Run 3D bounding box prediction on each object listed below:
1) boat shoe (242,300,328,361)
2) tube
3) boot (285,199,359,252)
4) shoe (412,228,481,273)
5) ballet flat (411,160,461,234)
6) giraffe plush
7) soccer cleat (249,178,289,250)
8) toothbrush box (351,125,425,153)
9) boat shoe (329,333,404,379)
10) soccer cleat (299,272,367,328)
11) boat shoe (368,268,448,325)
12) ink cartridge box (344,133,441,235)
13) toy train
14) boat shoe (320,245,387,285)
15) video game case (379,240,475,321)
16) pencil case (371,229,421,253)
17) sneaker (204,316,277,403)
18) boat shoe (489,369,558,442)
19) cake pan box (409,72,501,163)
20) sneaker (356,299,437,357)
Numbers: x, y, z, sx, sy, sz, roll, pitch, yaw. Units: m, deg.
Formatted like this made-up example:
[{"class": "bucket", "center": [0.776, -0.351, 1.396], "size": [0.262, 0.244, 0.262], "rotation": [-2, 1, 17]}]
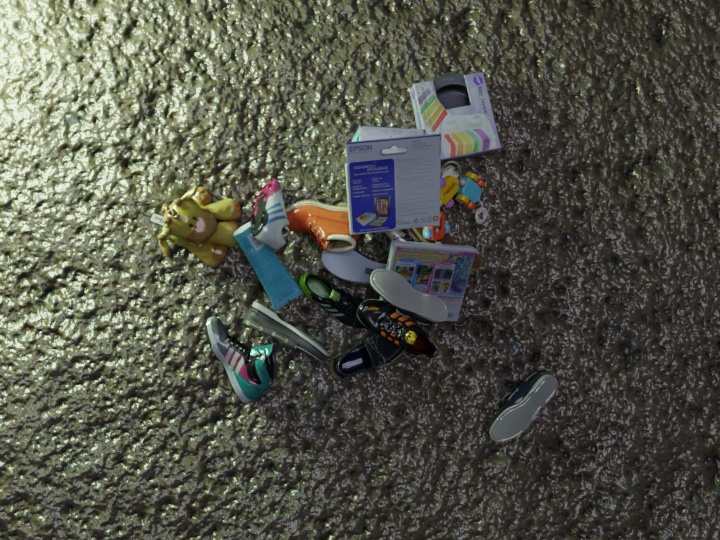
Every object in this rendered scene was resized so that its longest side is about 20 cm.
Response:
[{"class": "boat shoe", "center": [-0.164, 0.145, 1.478], "size": [0.200, 0.072, 0.061], "rotation": [33, 84, 3]}, {"class": "tube", "center": [-0.206, -0.010, 1.483], "size": [0.077, 0.050, 0.201], "rotation": [-32, 109, -6]}, {"class": "boot", "center": [-0.091, -0.093, 1.475], "size": [0.197, 0.075, 0.108], "rotation": [2, 56, 16]}, {"class": "shoe", "center": [0.188, -0.055, 1.549], "size": [0.199, 0.053, 0.070], "rotation": [37, 61, -11]}, {"class": "ballet flat", "center": [0.167, -0.173, 1.565], "size": [0.067, 0.064, 0.201], "rotation": [35, 80, -6]}, {"class": "giraffe plush", "center": [-0.355, -0.105, 1.425], "size": [0.197, 0.162, 0.175], "rotation": [4, 83, -9]}, {"class": "soccer cleat", "center": [-0.192, -0.120, 1.471], "size": [0.070, 0.201, 0.086], "rotation": [-36, 121, 28]}, {"class": "toothbrush box", "center": [0.052, -0.247, 1.487], "size": [0.144, 0.200, 0.087], "rotation": [2, 86, -9]}, {"class": "boat shoe", "center": [0.026, 0.186, 1.505], "size": [0.198, 0.062, 0.075], "rotation": [-23, 87, -13]}, {"class": "soccer cleat", "center": [-0.049, 0.069, 1.496], "size": [0.199, 0.081, 0.068], "rotation": [31, 80, -5]}, {"class": "boat shoe", "center": [0.096, 0.061, 1.456], "size": [0.198, 0.060, 0.075], "rotation": [24, 60, -21]}, {"class": "ink cartridge box", "center": [0.067, -0.179, 1.381], "size": [0.195, 0.047, 0.202], "rotation": [-6, 116, -6]}, {"class": "toy train", "center": [0.203, -0.144, 1.523], "size": [0.199, 0.055, 0.152], "rotation": [-21, 115, -37]}, {"class": "boat shoe", "center": [0.001, -0.003, 1.519], "size": [0.197, 0.068, 0.075], "rotation": [12, 80, -14]}, {"class": "video game case", "center": [0.146, 0.026, 1.502], "size": [0.197, 0.024, 0.184], "rotation": [3, 114, -18]}, {"class": "pencil case", "center": [0.074, -0.075, 1.534], "size": [0.200, 0.089, 0.078], "rotation": [49, 51, -2]}, {"class": "sneaker", "center": [-0.242, 0.172, 1.438], "size": [0.120, 0.084, 0.202], "rotation": [-26, 96, 11]}, {"class": "boat shoe", "center": [0.364, 0.307, 1.543], "size": [0.075, 0.062, 0.200], "rotation": [42, 88, -18]}, {"class": "cake pan box", "center": [0.224, -0.364, 1.603], "size": [0.182, 0.052, 0.203], "rotation": [-11, 86, -12]}, {"class": "sneaker", "center": [0.085, 0.126, 1.454], "size": [0.199, 0.090, 0.070], "rotation": [33, 86, -20]}]
